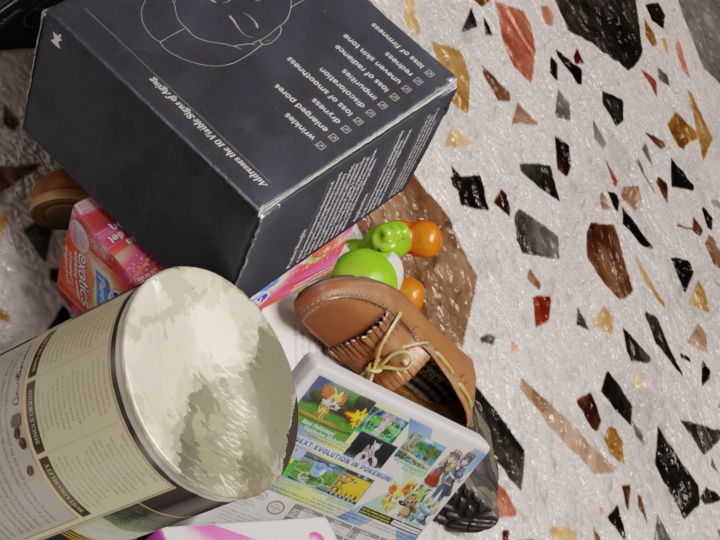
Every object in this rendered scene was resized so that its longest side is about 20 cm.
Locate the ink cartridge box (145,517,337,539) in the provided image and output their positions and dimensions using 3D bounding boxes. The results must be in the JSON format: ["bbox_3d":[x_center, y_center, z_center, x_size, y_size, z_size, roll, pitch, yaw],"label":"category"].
[{"bbox_3d":[-0.068,0.255,1.046,0.200,0.043,0.197,3,43,-40],"label":"ink cartridge box"}]

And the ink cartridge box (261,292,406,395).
[{"bbox_3d":[-0.056,0.103,1.233,0.200,0.083,0.147,30,47,-41],"label":"ink cartridge box"}]

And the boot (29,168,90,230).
[{"bbox_3d":[-0.186,-0.112,1.171,0.200,0.077,0.156,-9,90,-60],"label":"boot"}]

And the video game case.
[{"bbox_3d":[-0.023,0.166,1.173,0.200,0.182,0.022,29,14,-41],"label":"video game case"}]

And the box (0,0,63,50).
[{"bbox_3d":[-0.213,-0.244,1.177,0.200,0.148,0.107,-17,84,-56],"label":"box"}]

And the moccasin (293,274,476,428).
[{"bbox_3d":[0.022,0.069,1.228,0.201,0.074,0.078,44,27,-43],"label":"moccasin"}]

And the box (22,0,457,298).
[{"bbox_3d":[-0.081,-0.110,1.052,0.200,0.124,0.196,43,51,14],"label":"box"}]

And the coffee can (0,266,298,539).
[{"bbox_3d":[-0.160,0.099,0.992,0.146,0.200,0.147,30,48,-40],"label":"coffee can"}]

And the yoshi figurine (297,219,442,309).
[{"bbox_3d":[0.012,0.009,1.339,0.200,0.112,0.113,-12,73,-61],"label":"yoshi figurine"}]

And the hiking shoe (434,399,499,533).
[{"bbox_3d":[0.065,0.135,1.392,0.200,0.076,0.101,63,24,-26],"label":"hiking shoe"}]

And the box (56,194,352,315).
[{"bbox_3d":[-0.105,-0.022,1.122,0.200,0.100,0.096,-28,68,-35],"label":"box"}]
